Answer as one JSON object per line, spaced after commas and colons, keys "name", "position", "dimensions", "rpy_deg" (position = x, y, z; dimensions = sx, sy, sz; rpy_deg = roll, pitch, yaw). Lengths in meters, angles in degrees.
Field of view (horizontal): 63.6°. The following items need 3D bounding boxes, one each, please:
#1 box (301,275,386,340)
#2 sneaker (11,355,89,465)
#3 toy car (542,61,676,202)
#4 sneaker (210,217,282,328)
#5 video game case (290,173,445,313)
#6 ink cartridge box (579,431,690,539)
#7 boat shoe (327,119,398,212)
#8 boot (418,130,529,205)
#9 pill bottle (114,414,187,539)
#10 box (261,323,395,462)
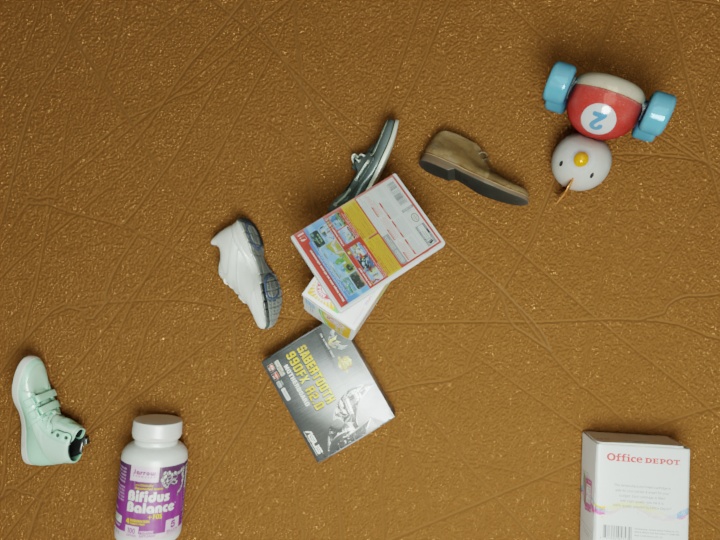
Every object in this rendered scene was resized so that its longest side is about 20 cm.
{"name": "box", "position": [0.000, 0.000, 0.959], "dimensions": [0.101, 0.113, 0.201], "rpy_deg": [33, 77, 5]}
{"name": "sneaker", "position": [-0.548, 0.250, 1.044], "dimensions": [0.117, 0.074, 0.203], "rpy_deg": [-1, 98, 12]}
{"name": "toy car", "position": [0.365, -0.201, 0.935], "dimensions": [0.183, 0.177, 0.202], "rpy_deg": [23, 103, 16]}
{"name": "sneaker", "position": [-0.201, 0.011, 1.031], "dimensions": [0.087, 0.074, 0.202], "rpy_deg": [-23, 79, 16]}
{"name": "video game case", "position": [0.012, -0.046, 0.904], "dimensions": [0.199, 0.017, 0.144], "rpy_deg": [-32, 78, -12]}
{"name": "ink cartridge box", "position": [0.440, 0.371, 0.941], "dimensions": [0.143, 0.085, 0.202], "rpy_deg": [2, 90, 5]}
{"name": "boat shoe", "position": [0.007, -0.176, 1.008], "dimensions": [0.061, 0.073, 0.201], "rpy_deg": [25, 96, 2]}
{"name": "boot", "position": [0.204, -0.176, 0.993], "dimensions": [0.199, 0.074, 0.076], "rpy_deg": [27, 81, 8]}
{"name": "pill bottle", "position": [-0.359, 0.358, 1.005], "dimensions": [0.111, 0.112, 0.202], "rpy_deg": [4, 89, 6]}
{"name": "box", "position": [-0.055, 0.204, 1.012], "dimensions": [0.158, 0.048, 0.201], "rpy_deg": [-30, 86, 4]}
